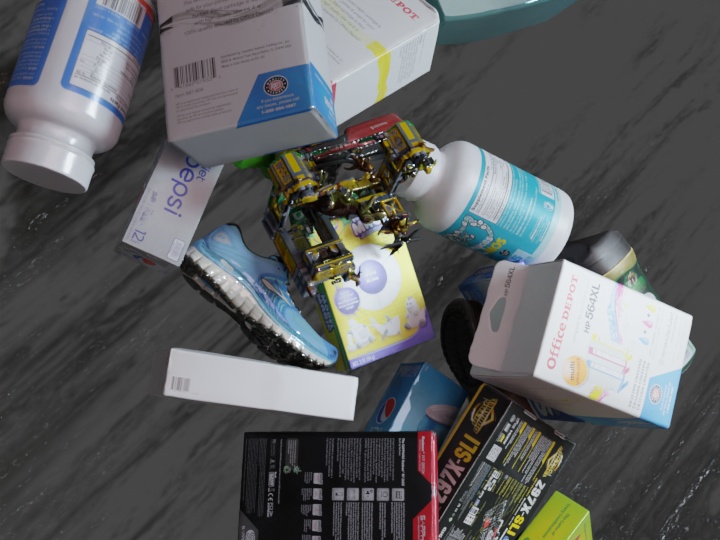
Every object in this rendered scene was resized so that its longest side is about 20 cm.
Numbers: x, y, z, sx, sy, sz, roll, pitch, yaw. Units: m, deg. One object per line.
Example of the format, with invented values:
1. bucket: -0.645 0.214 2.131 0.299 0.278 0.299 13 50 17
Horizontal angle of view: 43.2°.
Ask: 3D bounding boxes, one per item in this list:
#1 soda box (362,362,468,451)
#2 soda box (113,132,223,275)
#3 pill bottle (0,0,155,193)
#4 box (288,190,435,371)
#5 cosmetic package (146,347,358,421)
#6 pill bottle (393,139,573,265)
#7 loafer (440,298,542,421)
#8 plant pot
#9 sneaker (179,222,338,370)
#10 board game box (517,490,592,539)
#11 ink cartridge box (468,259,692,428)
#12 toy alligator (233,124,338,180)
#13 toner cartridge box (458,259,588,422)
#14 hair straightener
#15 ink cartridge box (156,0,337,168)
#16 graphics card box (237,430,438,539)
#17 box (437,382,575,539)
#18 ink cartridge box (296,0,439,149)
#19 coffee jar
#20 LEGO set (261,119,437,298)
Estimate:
1. soda box: 0.038 0.202 1.005 0.068 0.064 0.200 36 71 -16
2. soda box: -0.183 -0.100 0.941 0.063 0.068 0.200 25 73 -17
3. pill bottle: -0.279 -0.182 0.886 0.112 0.112 0.200 20 76 -21
4. box: 0.000 0.000 1.024 0.117 0.048 0.200 -19 89 -25
5. cosmetic package: -0.111 0.118 0.939 0.200 0.083 0.051 12 76 -23
6. pill bottle: 0.140 -0.080 1.062 0.200 0.111 0.111 24 74 -19
7. loafer: 0.155 0.119 1.070 0.071 0.073 0.200 -27 105 -28
8. plant pot: 0.150 -0.355 1.090 0.200 0.141 0.141 -25 94 -19
9. sneaker: -0.091 0.027 0.963 0.200 0.078 0.090 45 64 -14
10. board game box: 0.187 0.359 1.032 0.200 0.048 0.102 -44 140 -22
11. ink cartridge box: 0.223 0.077 0.968 0.200 0.125 0.129 22 76 -20
12. toy alligator: -0.056 -0.152 1.017 0.200 0.059 0.054 -37 141 -25
13. toner cartridge box: 0.203 0.086 1.078 0.043 0.095 0.200 -36 98 -24
14. hair straightener: -0.024 -0.114 1.006 0.041 0.077 0.200 39 43 19
15. ink cartridge box: -0.110 -0.216 0.872 0.144 0.084 0.200 -10 75 13
16. graphics card box: -0.021 0.227 0.920 0.200 0.051 0.126 -2 72 8
17. box: 0.135 0.240 0.992 0.160 0.049 0.200 35 85 -46
18. ink cartridge box: -0.034 -0.244 0.989 0.200 0.083 0.145 -35 67 -24
19. coffee jar: 0.321 0.046 1.131 0.085 0.104 0.200 -38 99 -26
20. LEGO set: -0.002 -0.054 0.920 0.200 0.154 0.116 -16 66 -33
